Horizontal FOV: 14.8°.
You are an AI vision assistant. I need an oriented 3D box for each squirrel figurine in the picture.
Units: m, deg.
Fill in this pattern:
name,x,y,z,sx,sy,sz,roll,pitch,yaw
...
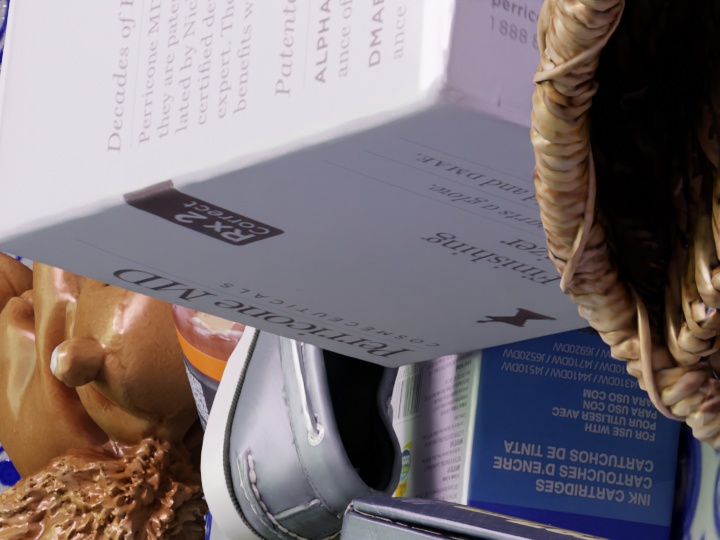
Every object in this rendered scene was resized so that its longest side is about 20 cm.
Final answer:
name,x,y,z,sx,sy,sz,roll,pitch,yaw
squirrel figurine,-0.096,0.063,1.201,0.187,0.141,0.201,156,121,-71

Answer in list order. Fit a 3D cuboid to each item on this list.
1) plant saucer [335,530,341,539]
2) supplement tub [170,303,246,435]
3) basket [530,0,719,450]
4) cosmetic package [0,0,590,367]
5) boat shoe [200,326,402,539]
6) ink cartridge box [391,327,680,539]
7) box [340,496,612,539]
name,x,y,z,sx,sy,sz,roll,pitch,yaw
plant saucer,-0.001,0.197,0.891,0.200,0.048,0.201,28,93,55
supplement tub,-0.012,0.039,1.064,0.107,0.107,0.201,-97,-4,-56
basket,0.107,-0.034,0.533,0.200,0.142,0.149,113,163,-56
cosmetic package,0.020,-0.080,0.791,0.200,0.165,0.166,-15,64,48
boat shoe,0.000,0.000,0.935,0.062,0.073,0.201,-19,49,43
ink cartridge box,0.056,0.044,0.940,0.136,0.076,0.201,146,134,-76
box,0.053,0.169,0.706,0.157,0.051,0.201,11,93,40
